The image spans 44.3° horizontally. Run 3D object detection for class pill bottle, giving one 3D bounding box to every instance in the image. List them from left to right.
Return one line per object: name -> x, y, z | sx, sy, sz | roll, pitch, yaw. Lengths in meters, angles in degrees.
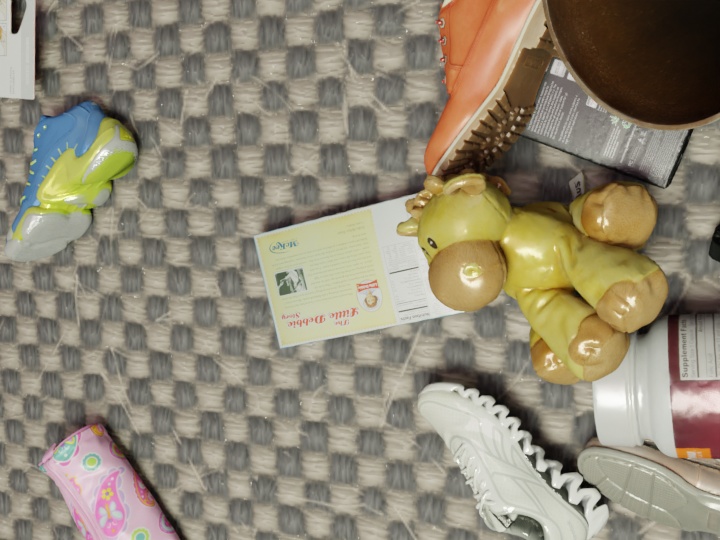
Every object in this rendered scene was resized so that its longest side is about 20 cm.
pill bottle -> 0.290, 0.091, 0.699 | 0.198, 0.114, 0.115 | -4, 96, 23

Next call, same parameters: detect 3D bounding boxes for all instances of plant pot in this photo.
plant pot -> 0.261, -0.218, 0.616 | 0.187, 0.199, 0.188 | 35, 138, 38

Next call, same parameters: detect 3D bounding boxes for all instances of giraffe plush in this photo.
giraffe plush -> 0.118, -0.018, 0.692 | 0.161, 0.201, 0.173 | 12, 132, -17

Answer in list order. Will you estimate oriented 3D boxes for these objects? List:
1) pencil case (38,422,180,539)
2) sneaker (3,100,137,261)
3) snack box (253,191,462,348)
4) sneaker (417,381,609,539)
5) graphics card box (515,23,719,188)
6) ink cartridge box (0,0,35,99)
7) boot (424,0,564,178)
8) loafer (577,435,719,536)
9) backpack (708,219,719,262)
pencil case -> -0.270, 0.269, 0.973 | 0.087, 0.087, 0.201 | -38, 81, 22
sneaker -> -0.327, -0.102, 0.962 | 0.200, 0.076, 0.105 | -40, 69, 15
snack box -> 0.000, 0.000, 0.849 | 0.198, 0.037, 0.117 | -12, 92, 23
sneaker -> 0.123, 0.179, 0.789 | 0.200, 0.081, 0.075 | 40, 153, 15
graphics card box -> 0.187, -0.161, 0.743 | 0.199, 0.051, 0.126 | 23, 105, 20
ink cartridge box -> -0.414, -0.292, 0.980 | 0.172, 0.044, 0.202 | 7, 99, 21
boot -> 0.095, -0.165, 0.724 | 0.107, 0.075, 0.201 | 38, 109, 26
loafer -> 0.287, 0.182, 0.751 | 0.199, 0.063, 0.072 | 19, 137, 22
backpack -> 0.376, -0.055, 0.627 | 0.199, 0.147, 0.184 | 20, 106, 16
